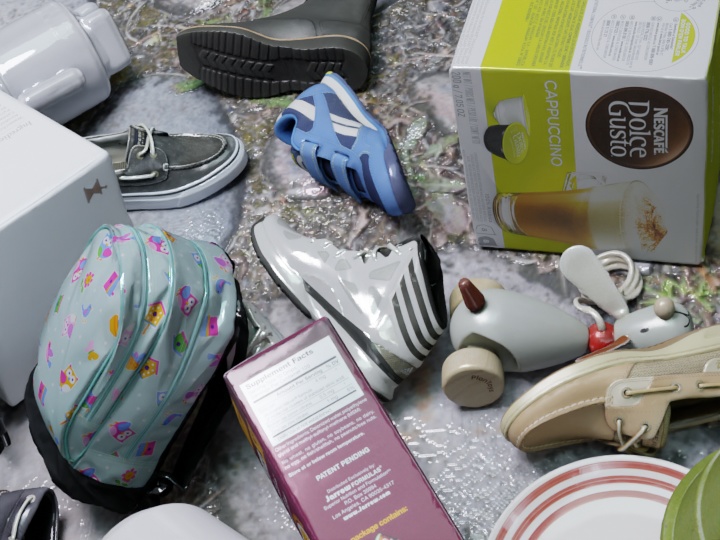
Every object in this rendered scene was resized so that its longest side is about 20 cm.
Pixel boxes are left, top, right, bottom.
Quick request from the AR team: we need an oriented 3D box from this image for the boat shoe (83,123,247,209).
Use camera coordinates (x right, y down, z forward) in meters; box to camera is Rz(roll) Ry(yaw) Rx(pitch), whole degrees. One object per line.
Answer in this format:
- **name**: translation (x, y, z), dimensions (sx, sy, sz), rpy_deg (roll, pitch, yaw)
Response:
- **boat shoe**: translation (-0.209, -0.102, 1.139), dimensions (0.197, 0.071, 0.073), rpy_deg (-13, 48, 3)

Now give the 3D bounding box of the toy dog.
- **toy dog**: translation (0.147, 0.032, 0.912), dimensions (0.198, 0.097, 0.133), rpy_deg (-21, 48, -3)

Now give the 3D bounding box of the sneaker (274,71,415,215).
- **sneaker**: translation (-0.014, -0.103, 1.092), dimensions (0.082, 0.074, 0.200), rpy_deg (-28, 41, -8)

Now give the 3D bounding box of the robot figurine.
- **robot figurine**: translation (-0.337, -0.199, 1.228), dimensions (0.199, 0.114, 0.169), rpy_deg (-34, 30, -16)

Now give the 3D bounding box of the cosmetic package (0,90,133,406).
- **cosmetic package**: translation (-0.316, -0.031, 1.030), dimensions (0.199, 0.169, 0.166), rpy_deg (28, 54, 34)

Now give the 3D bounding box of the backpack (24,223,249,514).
- **backpack**: translation (-0.172, 0.063, 0.901), dimensions (0.201, 0.126, 0.168), rpy_deg (-54, 47, 24)

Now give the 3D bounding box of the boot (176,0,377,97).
- **boot**: translation (-0.080, -0.249, 1.240), dimensions (0.197, 0.078, 0.139), rpy_deg (9, 47, 4)

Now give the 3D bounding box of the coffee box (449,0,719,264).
- **coffee box**: translation (0.200, -0.152, 0.987), dimensions (0.195, 0.201, 0.202), rpy_deg (6, 51, 19)

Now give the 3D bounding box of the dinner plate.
- **dinner plate**: translation (0.177, 0.214, 0.796), dimensions (0.197, 0.024, 0.202), rpy_deg (-8, 49, 9)

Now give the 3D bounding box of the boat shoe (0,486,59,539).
- **boat shoe**: translation (-0.245, 0.238, 0.855), dimensions (0.062, 0.073, 0.201), rpy_deg (-19, 43, 2)

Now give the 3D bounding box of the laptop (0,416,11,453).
- **laptop**: translation (-0.354, 0.079, 0.905), dimensions (0.199, 0.189, 0.115), rpy_deg (19, 41, 42)

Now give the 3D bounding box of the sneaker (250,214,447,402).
- **sneaker**: translation (0.000, 0.000, 0.973), dimensions (0.115, 0.076, 0.201), rpy_deg (-44, 60, 4)

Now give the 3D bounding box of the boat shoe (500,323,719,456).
- **boat shoe**: translation (0.200, 0.097, 0.859), dimensions (0.197, 0.072, 0.065), rpy_deg (-19, 58, 0)

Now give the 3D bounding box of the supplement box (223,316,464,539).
- **supplement box**: translation (-0.007, 0.150, 0.812), dimensions (0.085, 0.111, 0.201), rpy_deg (-28, 63, -11)

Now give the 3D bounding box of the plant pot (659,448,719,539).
- **plant pot**: translation (0.293, 0.128, 0.706), dimensions (0.197, 0.191, 0.202), rpy_deg (0, 47, 0)

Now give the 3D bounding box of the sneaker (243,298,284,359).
- **sneaker**: translation (-0.083, 0.076, 0.948), dimensions (0.070, 0.081, 0.200), rpy_deg (-38, 52, -21)

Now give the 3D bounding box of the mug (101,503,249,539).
- **mug**: translation (-0.123, 0.242, 0.777), dimensions (0.186, 0.151, 0.153), rpy_deg (-34, 42, -24)
